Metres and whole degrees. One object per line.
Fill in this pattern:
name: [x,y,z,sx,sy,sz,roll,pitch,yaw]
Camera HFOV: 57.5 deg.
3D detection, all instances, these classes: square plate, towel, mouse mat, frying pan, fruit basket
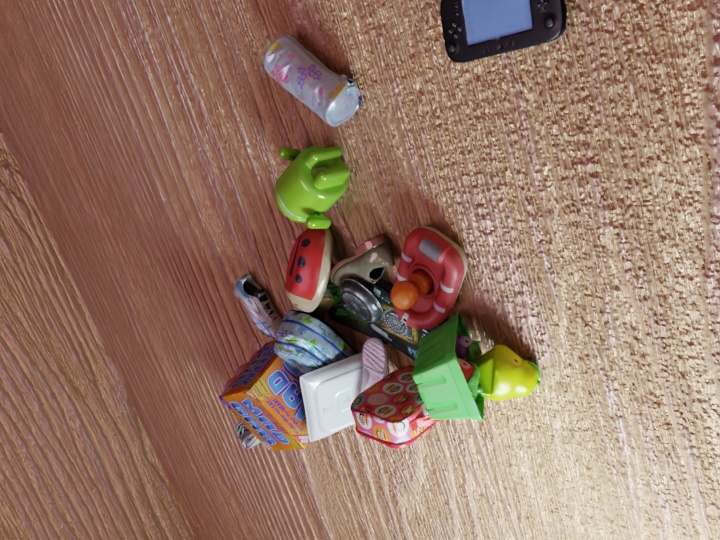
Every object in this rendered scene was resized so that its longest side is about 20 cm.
square plate: [-0.034,0.290,1.501,0.028,0.196,0.202,44,146,51]
towel: [-0.262,0.419,1.885,0.086,0.165,0.200,55,144,13]
mouse mat: [-0.015,0.072,1.480,0.199,0.007,0.163,21,129,41]
frying pan: [-0.024,0.060,1.393,0.189,0.031,0.116,12,139,49]
fruit basket: [0.209,0.170,1.168,0.214,0.215,0.157,-9,110,51]

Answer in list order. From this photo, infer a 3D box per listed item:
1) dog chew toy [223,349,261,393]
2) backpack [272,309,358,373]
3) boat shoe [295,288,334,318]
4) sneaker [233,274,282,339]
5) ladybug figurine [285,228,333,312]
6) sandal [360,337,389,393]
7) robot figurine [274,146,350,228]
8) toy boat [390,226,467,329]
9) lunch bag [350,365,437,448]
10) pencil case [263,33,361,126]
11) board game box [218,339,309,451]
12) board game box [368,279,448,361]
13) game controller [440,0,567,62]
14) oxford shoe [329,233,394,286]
dog chew toy: [-0.290,0.300,1.800,0.124,0.199,0.126,29,136,33]
backpack: [-0.108,0.175,1.506,0.162,0.154,0.201,13,140,44]
boat shoe: [-0.118,0.081,1.563,0.200,0.070,0.070,-47,52,52]
sneaker: [-0.260,0.098,1.735,0.200,0.072,0.073,49,134,6]
ladybug figurine: [-0.115,-0.008,1.431,0.136,0.071,0.203,38,116,61]
sandal: [0.045,0.243,1.456,0.078,0.059,0.210,9,108,26]
robot figurine: [-0.100,-0.170,1.315,0.200,0.115,0.177,-33,80,55]
toy boat: [0.105,0.028,1.204,0.130,0.130,0.202,37,138,26]
lunch bag: [0.097,0.274,1.333,0.175,0.199,0.083,6,115,48]
pencil case: [-0.090,-0.350,1.204,0.200,0.083,0.091,41,147,23]
board game box: [-0.194,0.309,1.661,0.200,0.200,0.199,49,145,-13]
board game box: [0.101,0.118,1.354,0.199,0.028,0.136,32,136,28]
game controller: [0.192,-0.355,0.906,0.199,0.042,0.106,4,118,48]
oxford shoe: [0.000,0.000,1.351,0.075,0.070,0.200,62,145,8]
